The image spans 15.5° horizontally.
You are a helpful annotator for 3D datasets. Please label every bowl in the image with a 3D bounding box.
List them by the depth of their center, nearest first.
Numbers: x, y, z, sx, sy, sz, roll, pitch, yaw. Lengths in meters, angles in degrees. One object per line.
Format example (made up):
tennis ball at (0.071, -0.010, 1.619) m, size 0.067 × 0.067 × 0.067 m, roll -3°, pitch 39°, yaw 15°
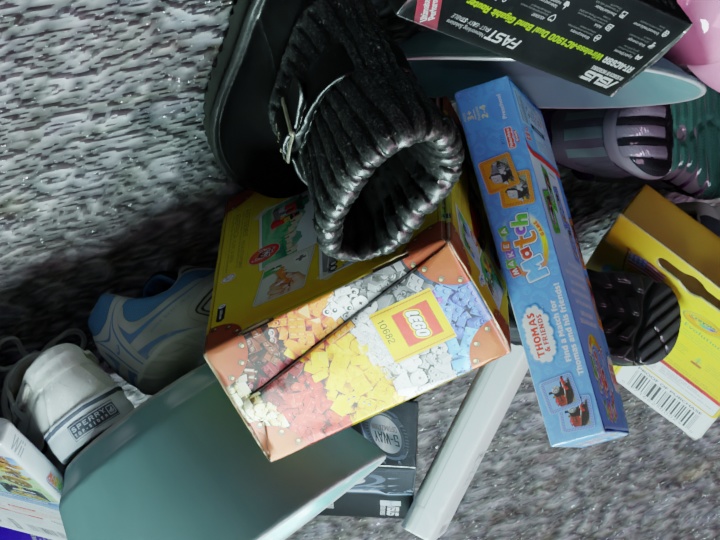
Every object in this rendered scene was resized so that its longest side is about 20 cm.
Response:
bowl at (-0.094, 0.124, 1.517) m, size 0.201 × 0.105 × 0.201 m, roll -36°, pitch 175°, yaw -4°

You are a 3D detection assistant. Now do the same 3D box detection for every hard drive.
hard drive at (0.087, 0.082, 1.745) m, size 0.201 × 0.026 × 0.132 m, roll -64°, pitch 174°, yaw 0°

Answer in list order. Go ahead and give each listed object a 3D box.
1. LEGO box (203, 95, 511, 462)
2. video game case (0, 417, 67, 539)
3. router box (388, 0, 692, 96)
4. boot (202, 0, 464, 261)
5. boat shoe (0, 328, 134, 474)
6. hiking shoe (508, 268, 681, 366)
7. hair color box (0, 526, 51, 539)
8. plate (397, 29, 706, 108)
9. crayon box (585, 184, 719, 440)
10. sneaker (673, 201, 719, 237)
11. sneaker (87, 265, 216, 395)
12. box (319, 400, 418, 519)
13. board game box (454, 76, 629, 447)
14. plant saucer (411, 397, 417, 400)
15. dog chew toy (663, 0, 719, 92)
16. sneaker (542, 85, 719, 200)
LEGO box at (0.000, 0.000, 1.468) m, size 0.149 × 0.200 × 0.077 m, roll -25°, pitch 113°, yaw 13°
video game case at (-0.237, 0.115, 1.560) m, size 0.143 × 0.018 × 0.200 m, roll 12°, pitch 160°, yaw 19°
router box at (0.060, -0.177, 1.295) m, size 0.062 × 0.150 × 0.200 m, roll -41°, pitch 150°, yaw 23°
boot at (-0.017, -0.064, 1.406) m, size 0.079 × 0.158 × 0.211 m, roll -19°, pitch 151°, yaw -17°
boat shoe at (-0.185, 0.074, 1.579) m, size 0.074 × 0.086 × 0.202 m, roll -33°, pitch 177°, yaw -10°
hiking shoe at (0.091, 0.018, 1.616) m, size 0.199 × 0.076 × 0.101 m, roll 21°, pitch 165°, yaw -4°
hair color box at (-0.235, 0.185, 1.721) m, size 0.199 × 0.065 × 0.109 m, roll -18°, pitch 157°, yaw -25°
plate at (0.094, -0.115, 1.474) m, size 0.199 × 0.026 × 0.200 m, roll 4°, pitch 176°, yaw 0°
crayon box at (0.201, 0.024, 1.664) m, size 0.051 × 0.127 × 0.200 m, roll -50°, pitch 174°, yaw -21°
sneaker at (0.204, -0.016, 1.754) m, size 0.071 × 0.073 × 0.200 m, roll 13°, pitch 165°, yaw -22°
sneaker at (-0.084, 0.022, 1.604) m, size 0.200 × 0.073 × 0.072 m, roll -16°, pitch 150°, yaw -53°
box at (-0.043, 0.121, 1.702) m, size 0.160 × 0.044 × 0.200 m, roll 2°, pitch 165°, yaw 0°
board game box at (0.105, 0.000, 1.492) m, size 0.036 × 0.201 × 0.151 m, roll -17°, pitch 173°, yaw 9°
plant saucer at (0.034, 0.037, 1.713) m, size 0.200 × 0.037 × 0.200 m, roll -35°, pitch 160°, yaw -15°
dog chew toy at (0.199, -0.167, 1.484) m, size 0.200 × 0.125 × 0.125 m, roll 13°, pitch 132°, yaw -42°
sneaker at (0.174, -0.085, 1.677) m, size 0.087 × 0.075 × 0.200 m, roll -1°, pitch 175°, yaw 27°
